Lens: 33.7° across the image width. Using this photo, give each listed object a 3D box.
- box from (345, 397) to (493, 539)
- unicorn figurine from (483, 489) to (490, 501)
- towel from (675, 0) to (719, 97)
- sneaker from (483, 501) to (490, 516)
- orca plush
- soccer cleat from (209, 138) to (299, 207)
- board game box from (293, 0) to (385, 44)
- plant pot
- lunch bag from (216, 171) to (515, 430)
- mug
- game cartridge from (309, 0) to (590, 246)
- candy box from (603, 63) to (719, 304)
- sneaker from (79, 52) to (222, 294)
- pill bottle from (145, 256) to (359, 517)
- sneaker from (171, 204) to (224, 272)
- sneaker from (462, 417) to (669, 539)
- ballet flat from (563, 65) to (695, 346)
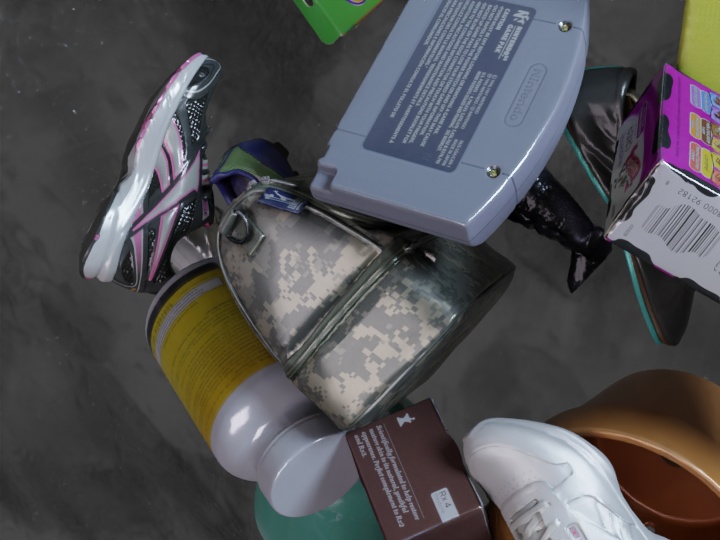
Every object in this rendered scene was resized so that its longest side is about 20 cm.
[{"bbox_3d":[0.055,0.197,0.864,0.201,0.074,0.101,74,174,-45],"label":"box"},{"bbox_3d":[0.150,0.276,0.994,0.136,0.074,0.202,-1,110,22],"label":"unicorn figurine"},{"bbox_3d":[0.235,-0.154,0.713,0.085,0.018,0.202,3,120,5],"label":"towel"},{"bbox_3d":[0.172,0.253,0.930,0.200,0.079,0.074,44,159,12],"label":"sneaker"},{"bbox_3d":[0.080,-0.060,0.826,0.200,0.071,0.105,51,167,7],"label":"orca plush"},{"bbox_3d":[-0.059,-0.010,0.966,0.064,0.084,0.201,-20,104,39],"label":"soccer cleat"},{"bbox_3d":[0.014,-0.248,0.820,0.199,0.030,0.096,-34,94,38],"label":"board game box"},{"bbox_3d":[0.209,0.163,0.851,0.198,0.140,0.202,16,124,25],"label":"plant pot"},{"bbox_3d":[0.000,0.000,0.853,0.168,0.200,0.140,43,112,9],"label":"lunch bag"},{"bbox_3d":[-0.022,0.156,0.992,0.184,0.152,0.115,25,126,19],"label":"mug"},{"bbox_3d":[0.067,-0.111,0.763,0.132,0.201,0.042,20,156,20],"label":"game cartridge"},{"bbox_3d":[0.243,-0.024,0.691,0.199,0.137,0.061,29,125,-3],"label":"candy box"},{"bbox_3d":[-0.151,-0.073,0.960,0.086,0.202,0.080,26,176,-19],"label":"sneaker"},{"bbox_3d":[-0.078,0.087,0.905,0.200,0.111,0.113,50,139,40],"label":"pill bottle"},{"bbox_3d":[-0.120,-0.016,1.026,0.086,0.075,0.201,-21,104,18],"label":"sneaker"},{"bbox_3d":[0.138,0.175,0.748,0.200,0.100,0.075,43,133,8],"label":"sneaker"},{"bbox_3d":[0.194,-0.044,0.794,0.068,0.068,0.201,-21,104,26],"label":"ballet flat"}]
